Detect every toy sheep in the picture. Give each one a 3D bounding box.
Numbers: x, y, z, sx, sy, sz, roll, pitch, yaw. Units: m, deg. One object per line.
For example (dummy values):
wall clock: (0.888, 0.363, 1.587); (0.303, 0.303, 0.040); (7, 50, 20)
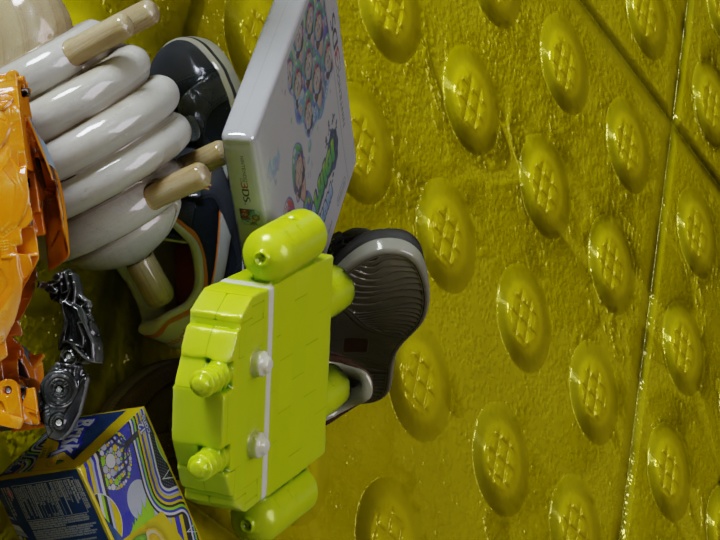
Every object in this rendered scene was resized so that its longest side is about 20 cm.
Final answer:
toy sheep: (-0.153, -0.069, 1.169); (0.138, 0.137, 0.201); (-37, 104, -54)

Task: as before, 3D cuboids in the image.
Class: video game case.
video game case: (-0.040, -0.073, 1.277); (0.201, 0.024, 0.183); (-73, 163, -45)

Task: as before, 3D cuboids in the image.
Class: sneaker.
sneaker: (-0.111, -0.050, 1.280); (0.079, 0.078, 0.201); (3, 73, -46)
sneaker: (0.000, 0.000, 1.389); (0.200, 0.074, 0.107); (110, -17, -60)
sneaker: (-0.075, 0.082, 1.280); (0.199, 0.075, 0.071); (-21, 105, -46)

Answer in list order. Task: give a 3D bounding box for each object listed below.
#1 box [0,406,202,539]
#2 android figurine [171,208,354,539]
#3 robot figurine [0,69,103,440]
box: (-0.120, 0.179, 1.135); (0.070, 0.064, 0.201); (-45, 119, -52)
android figurine: (-0.052, 0.060, 1.170); (0.200, 0.041, 0.183); (-27, 123, -68)
robot figurine: (-0.207, 0.004, 1.078); (0.058, 0.144, 0.201); (58, 25, -87)
